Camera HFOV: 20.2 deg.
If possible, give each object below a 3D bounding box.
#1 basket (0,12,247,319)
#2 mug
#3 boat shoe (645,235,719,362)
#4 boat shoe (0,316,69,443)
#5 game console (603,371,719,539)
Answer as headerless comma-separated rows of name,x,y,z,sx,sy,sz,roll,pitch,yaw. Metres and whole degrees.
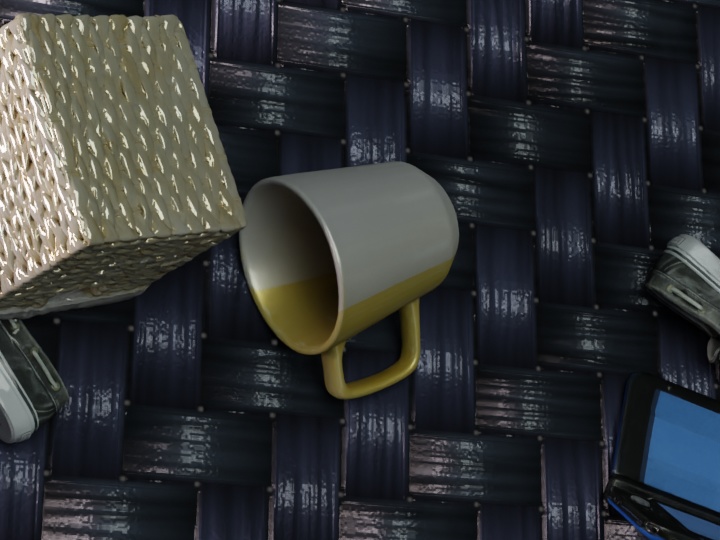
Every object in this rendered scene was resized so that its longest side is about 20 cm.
basket,-0.223,-0.082,1.574,0.197,0.160,0.202,-8,78,-51
mug,-0.004,-0.009,1.708,0.152,0.188,0.149,-19,50,-34
boat shoe,0.341,0.057,1.845,0.200,0.072,0.071,42,84,-2
boat shoe,-0.303,0.038,1.601,0.071,0.072,0.201,-34,99,-35
game console,0.327,0.189,1.778,0.198,0.171,0.119,21,95,-15
